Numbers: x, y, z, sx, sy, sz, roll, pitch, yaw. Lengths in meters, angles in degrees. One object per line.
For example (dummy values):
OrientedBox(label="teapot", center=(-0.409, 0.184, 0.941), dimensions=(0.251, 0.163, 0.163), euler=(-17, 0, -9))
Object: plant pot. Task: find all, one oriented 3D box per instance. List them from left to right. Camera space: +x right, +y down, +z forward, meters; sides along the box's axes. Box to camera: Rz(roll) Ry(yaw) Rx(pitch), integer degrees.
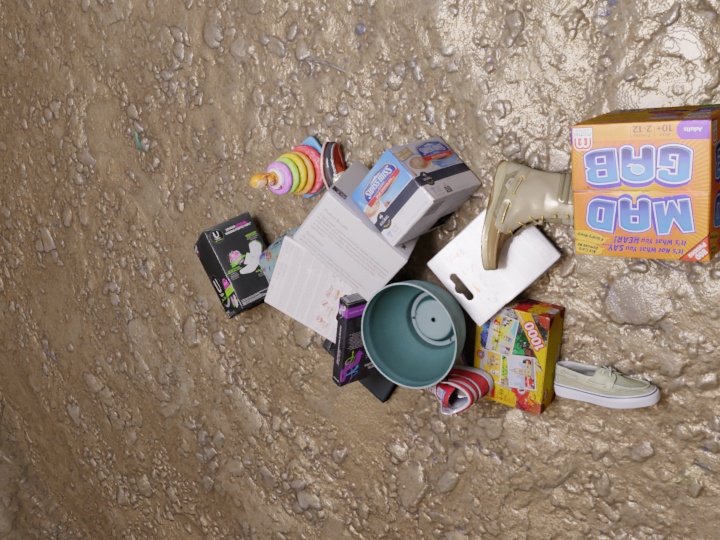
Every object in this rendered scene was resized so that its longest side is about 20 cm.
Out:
OrientedBox(label="plant pot", center=(0.119, 0.106, 1.465), dimensions=(0.199, 0.134, 0.202), euler=(9, 107, 29))

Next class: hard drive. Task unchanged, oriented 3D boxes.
OrientedBox(label="hard drive", center=(0.013, 0.186, 1.742), dimensions=(0.200, 0.033, 0.140), euler=(41, 125, 20))

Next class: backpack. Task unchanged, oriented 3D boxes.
OrientedBox(label="backpack", center=(-0.115, -0.013, 1.706), dimensions=(0.199, 0.150, 0.179), euler=(-28, 86, 35))

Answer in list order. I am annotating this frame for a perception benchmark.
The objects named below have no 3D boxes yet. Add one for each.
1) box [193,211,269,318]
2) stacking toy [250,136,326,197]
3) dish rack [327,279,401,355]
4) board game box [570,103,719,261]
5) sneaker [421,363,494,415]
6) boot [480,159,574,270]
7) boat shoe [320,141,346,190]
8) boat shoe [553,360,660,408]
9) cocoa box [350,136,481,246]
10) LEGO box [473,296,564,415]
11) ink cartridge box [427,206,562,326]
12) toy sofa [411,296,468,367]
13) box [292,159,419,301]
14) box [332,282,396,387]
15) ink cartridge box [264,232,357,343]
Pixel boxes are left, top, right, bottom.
OrientedBox(label="box", center=(-0.289, -0.010, 1.819), dimensions=(0.201, 0.124, 0.148), euler=(63, 154, 2))
OrientedBox(label="stacking toy", center=(-0.159, -0.203, 1.632), dimensions=(0.116, 0.199, 0.110), euler=(-36, 83, 38))
OrientedBox(label="dish rack", center=(0.018, 0.105, 1.618), dimensions=(0.055, 0.153, 0.201), euler=(39, 112, 49))
OrientedBox(label="board game box", center=(0.457, -0.140, 1.183), dimensions=(0.199, 0.199, 0.202), euler=(5, 108, 37))
OrientedBox(label="sneaker", center=(0.147, 0.223, 1.495), dimensions=(0.199, 0.112, 0.072), euler=(2, 106, 33))
OrientedBox(label="boot", center=(0.300, -0.087, 1.361), dimensions=(0.154, 0.073, 0.202), euler=(12, 84, 14))
OrientedBox(label="boat shoe", center=(-0.036, -0.177, 1.632), dimensions=(0.062, 0.071, 0.202), euler=(-3, 106, 30))
OrientedBox(label="boat shoe", center=(0.441, 0.206, 1.399), dimensions=(0.199, 0.072, 0.063), euler=(0, 108, 40))
OrientedBox(label="cocoa box", center=(0.106, -0.153, 1.447), dimensions=(0.131, 0.199, 0.133), euler=(50, 126, 12))
OrientedBox(label="LEGO box", center=(0.302, 0.155, 1.483), dimensions=(0.148, 0.077, 0.202), euler=(13, 113, 33))
OrientedBox(label="ink cartridge box", center=(0.251, -0.020, 1.438), dimensions=(0.200, 0.050, 0.162), euler=(-44, 77, 17))
OrientedBox(label="toy sofa", center=(0.173, 0.141, 1.573), dimensions=(0.097, 0.083, 0.201), euler=(-21, 92, 34))
OrientedBox(label="box", center=(0.004, -0.082, 1.511), dimensions=(0.199, 0.200, 0.131), euler=(40, 121, -4))
OrientedBox(label="box", center=(0.014, 0.132, 1.570), dimensions=(0.036, 0.142, 0.202), euler=(36, 130, 45))
OrientedBox(label="ink cartridge box", center=(-0.091, 0.037, 1.594), dimensions=(0.199, 0.050, 0.162), euler=(28, 113, 16))
